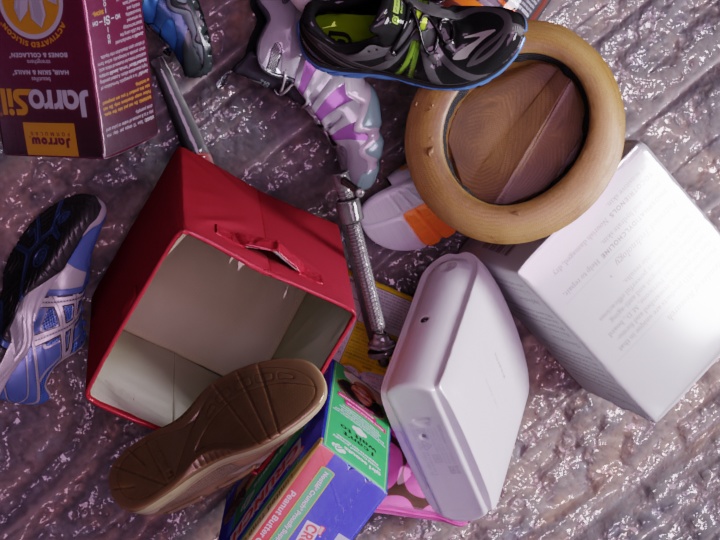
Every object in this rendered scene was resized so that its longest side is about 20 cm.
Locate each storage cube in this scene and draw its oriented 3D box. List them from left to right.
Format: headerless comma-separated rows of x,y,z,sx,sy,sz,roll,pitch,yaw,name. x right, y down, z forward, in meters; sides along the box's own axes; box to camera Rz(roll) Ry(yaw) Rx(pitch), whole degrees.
-0.124,0.032,1.657,0.170,0.180,0.201,25,112,-17,storage cube

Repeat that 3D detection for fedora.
0.136,-0.118,1.703,0.199,0.082,0.202,0,86,5,fedora

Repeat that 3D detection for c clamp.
0.000,0.000,1.689,0.027,0.171,0.201,-15,110,-4,c clamp

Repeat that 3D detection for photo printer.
0.091,0.095,1.721,0.069,0.201,0.167,-7,126,24,photo printer

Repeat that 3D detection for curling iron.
-0.152,-0.094,1.732,0.049,0.026,0.201,-18,102,-14,curling iron

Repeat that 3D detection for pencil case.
0.024,0.186,1.792,0.199,0.091,0.094,8,60,-15,pencil case

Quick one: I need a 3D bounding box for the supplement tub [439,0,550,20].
0.120,-0.260,1.744,0.107,0.107,0.201,35,87,-17,supplement tub

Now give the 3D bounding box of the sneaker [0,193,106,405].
-0.274,0.026,1.700,0.077,0.076,0.201,27,93,-35,sneaker

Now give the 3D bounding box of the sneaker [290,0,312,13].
-0.015,-0.330,1.689,0.200,0.081,0.147,-35,75,-5,sneaker

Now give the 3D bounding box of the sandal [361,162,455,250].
0.092,-0.087,1.785,0.206,0.059,0.079,-25,132,-3,sandal

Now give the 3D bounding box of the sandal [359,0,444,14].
0.079,-0.275,1.666,0.200,0.075,0.048,-38,65,11,sandal

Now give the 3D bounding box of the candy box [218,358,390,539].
-0.049,0.190,1.627,0.077,0.200,0.169,34,105,-10,candy box

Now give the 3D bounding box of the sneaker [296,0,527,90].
0.042,-0.200,1.642,0.198,0.083,0.071,3,70,9,sneaker

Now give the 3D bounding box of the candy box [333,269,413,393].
0.022,0.068,1.805,0.199,0.026,0.103,24,88,-18,candy box

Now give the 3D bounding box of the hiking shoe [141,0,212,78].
-0.197,-0.250,1.682,0.086,0.074,0.201,-28,96,1,hiking shoe

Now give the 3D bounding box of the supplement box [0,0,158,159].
-0.248,-0.201,1.623,0.110,0.086,0.201,3,109,27,supplement box

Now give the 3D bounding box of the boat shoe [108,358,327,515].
-0.110,0.137,1.580,0.199,0.065,0.072,-29,63,11,boat shoe

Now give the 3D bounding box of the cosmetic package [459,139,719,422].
0.232,0.003,1.781,0.166,0.167,0.200,-46,107,-7,cosmetic package

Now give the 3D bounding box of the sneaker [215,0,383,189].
-0.060,-0.163,1.729,0.139,0.078,0.201,-10,91,-13,sneaker
